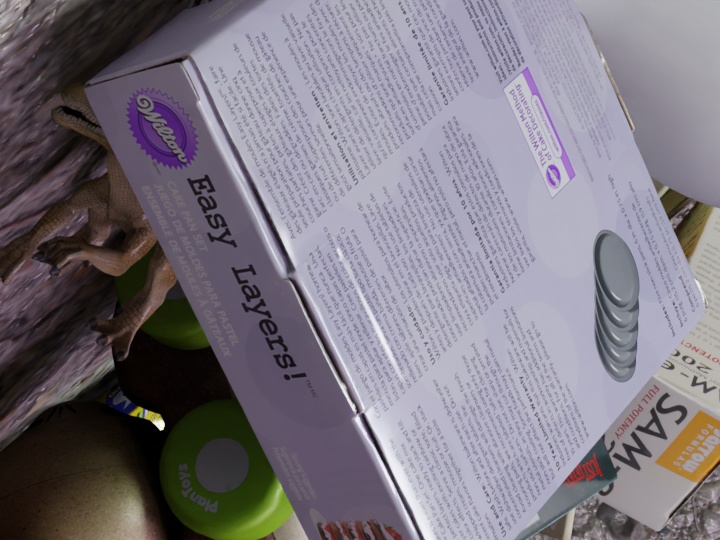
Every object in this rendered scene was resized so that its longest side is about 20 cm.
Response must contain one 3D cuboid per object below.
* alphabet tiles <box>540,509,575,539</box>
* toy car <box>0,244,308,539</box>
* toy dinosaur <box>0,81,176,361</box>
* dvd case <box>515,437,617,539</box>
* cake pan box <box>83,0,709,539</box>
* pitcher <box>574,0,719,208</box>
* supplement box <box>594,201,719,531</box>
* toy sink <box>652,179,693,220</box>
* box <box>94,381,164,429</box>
[{"bbox_3d":[0.097,0.067,1.454,0.200,0.008,0.168,-174,-87,-71],"label":"alphabet tiles"},{"bbox_3d":[-0.112,0.079,1.026,0.199,0.159,0.164,-18,163,10],"label":"toy car"},{"bbox_3d":[-0.066,-0.024,0.836,0.101,0.058,0.200,-45,172,11],"label":"toy dinosaur"},{"bbox_3d":[0.029,-0.001,0.872,0.022,0.201,0.146,-25,177,22],"label":"dvd case"},{"bbox_3d":[0.019,-0.022,0.761,0.052,0.201,0.184,-11,-156,39],"label":"cake pan box"},{"bbox_3d":[0.133,-0.117,0.898,0.172,0.199,0.121,-54,-152,23],"label":"pitcher"},{"bbox_3d":[0.200,0.036,1.411,0.200,0.073,0.126,-61,-179,-39],"label":"supplement box"},{"bbox_3d":[0.167,-0.089,1.461,0.130,0.112,0.200,-37,170,-36],"label":"toy sink"},{"bbox_3d":[-0.113,0.100,1.169,0.200,0.070,0.064,-39,-163,-31],"label":"box"}]
